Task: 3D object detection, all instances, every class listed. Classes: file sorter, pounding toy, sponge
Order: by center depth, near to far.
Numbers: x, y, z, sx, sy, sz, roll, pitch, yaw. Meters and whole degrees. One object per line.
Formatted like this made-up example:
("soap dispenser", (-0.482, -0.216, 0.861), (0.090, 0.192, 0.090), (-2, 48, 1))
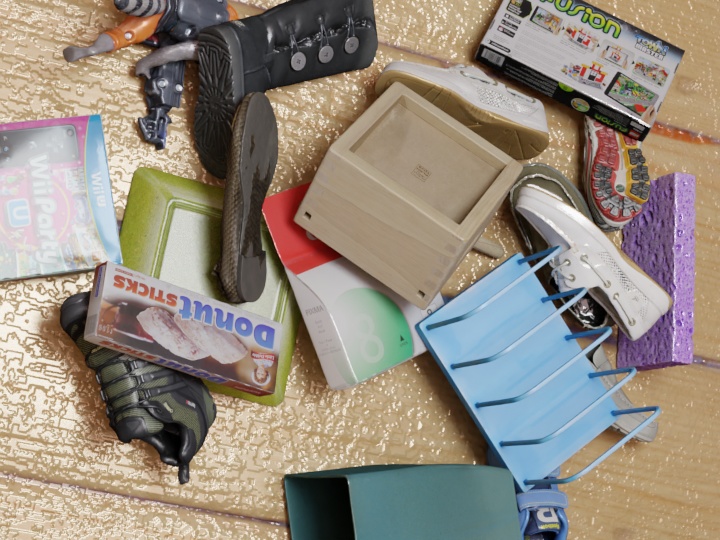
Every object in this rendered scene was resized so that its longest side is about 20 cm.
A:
("file sorter", (0.178, 0.096, 1.541), (0.138, 0.123, 0.201), (-34, 95, -20))
("pounding toy", (0.061, -0.065, 1.561), (0.184, 0.143, 0.200), (34, 40, 5))
("sponge", (0.315, 0.004, 1.674), (0.030, 0.111, 0.201), (6, 82, -21))

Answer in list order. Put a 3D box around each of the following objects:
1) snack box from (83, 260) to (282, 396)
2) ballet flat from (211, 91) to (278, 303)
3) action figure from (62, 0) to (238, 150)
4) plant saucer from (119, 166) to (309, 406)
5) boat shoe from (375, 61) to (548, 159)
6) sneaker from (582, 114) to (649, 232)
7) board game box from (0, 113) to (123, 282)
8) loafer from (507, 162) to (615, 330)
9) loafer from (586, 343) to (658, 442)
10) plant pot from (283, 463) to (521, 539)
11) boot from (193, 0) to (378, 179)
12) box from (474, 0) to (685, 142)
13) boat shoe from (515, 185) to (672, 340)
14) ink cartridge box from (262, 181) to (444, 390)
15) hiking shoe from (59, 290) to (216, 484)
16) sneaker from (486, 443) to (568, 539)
("snack box", (-0.160, 0.056, 1.451), (0.199, 0.024, 0.072), (22, 63, -35))
("ballet flat", (-0.113, -0.069, 1.493), (0.067, 0.046, 0.201), (-5, 100, -57))
("action figure", (-0.187, -0.220, 1.507), (0.193, 0.104, 0.201), (2, 88, -45))
("plant saucer", (-0.142, 0.015, 1.538), (0.199, 0.048, 0.201), (15, 79, -19))
("boat shoe", (0.105, -0.179, 1.636), (0.199, 0.071, 0.070), (20, 53, -23))
("sneaker", (0.268, -0.134, 1.697), (0.077, 0.082, 0.201), (10, 66, -3))
("board game box", (-0.334, -0.062, 1.467), (0.199, 0.064, 0.149), (-8, 88, -22))
("loafer", (0.219, -0.022, 1.651), (0.075, 0.070, 0.201), (-31, 97, 15))
("loafer", (0.240, 0.110, 1.657), (0.200, 0.070, 0.070), (36, 84, -13))
("plant pot", (0.051, 0.256, 1.540), (0.199, 0.141, 0.142), (-6, 86, -28))
("boot", (-0.071, -0.193, 1.573), (0.199, 0.065, 0.166), (-28, 138, -40))
("box", (0.233, -0.228, 1.667), (0.199, 0.035, 0.110), (27, 65, 3))
("boat shoe", (0.225, -0.004, 1.587), (0.200, 0.071, 0.069), (40, 86, -10))
("ink cartridge box", (0.000, 0.000, 1.562), (0.161, 0.050, 0.201), (-23, 95, -46))
("hiking shoe", (-0.205, 0.105, 1.449), (0.200, 0.075, 0.101), (49, 26, -27))
("sneaker", (0.178, 0.233, 1.616), (0.073, 0.082, 0.201), (-2, 83, -19))
